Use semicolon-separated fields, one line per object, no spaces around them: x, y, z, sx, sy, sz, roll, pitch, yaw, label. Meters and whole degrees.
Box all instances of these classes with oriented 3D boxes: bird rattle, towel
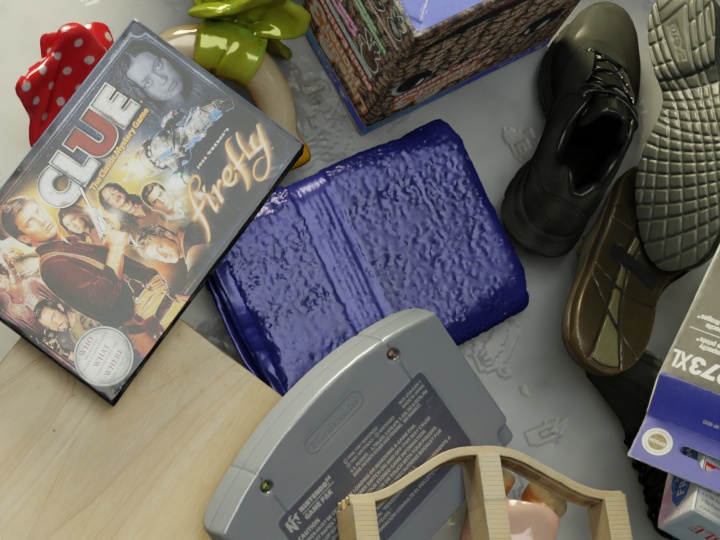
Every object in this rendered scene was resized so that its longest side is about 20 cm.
-0.119;-0.110;1.331;0.199;0.113;0.164;-29;98;-12;bird rattle
0.000;0.000;1.350;0.199;0.050;0.148;-25;88;-15;towel

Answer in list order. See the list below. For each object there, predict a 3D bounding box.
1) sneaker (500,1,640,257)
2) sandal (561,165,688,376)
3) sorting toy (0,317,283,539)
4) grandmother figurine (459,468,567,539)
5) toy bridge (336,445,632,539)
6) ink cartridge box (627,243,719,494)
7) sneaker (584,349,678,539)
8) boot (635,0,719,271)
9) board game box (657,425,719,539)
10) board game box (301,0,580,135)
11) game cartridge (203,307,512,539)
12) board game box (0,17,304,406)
0.159;-0.106;1.367;0.076;0.091;0.201;22;60;-11;sneaker
0.176;0.002;1.354;0.082;0.055;0.200;41;49;-13;sandal
-0.154;0.132;1.276;0.198;0.070;0.200;37;73;1;sorting toy
0.081;0.226;1.275;0.121;0.061;0.201;13;59;14;grandmother figurine
0.080;0.145;1.262;0.199;0.027;0.068;1;68;-24;toy bridge
0.248;0.048;1.261;0.094;0.037;0.201;21;61;15;ink cartridge box
0.216;0.131;1.335;0.200;0.075;0.079;45;76;4;sneaker
0.248;-0.086;1.372;0.067;0.130;0.201;-4;74;35;boot
0.298;0.119;1.312;0.199;0.041;0.200;31;56;-17;board game box
0.061;-0.191;1.324;0.159;0.200;0.097;-27;83;-14;board game box
-0.002;0.124;1.259;0.200;0.041;0.133;-45;120;-22;game cartridge
-0.147;-0.037;1.251;0.135;0.035;0.200;36;81;1;board game box
